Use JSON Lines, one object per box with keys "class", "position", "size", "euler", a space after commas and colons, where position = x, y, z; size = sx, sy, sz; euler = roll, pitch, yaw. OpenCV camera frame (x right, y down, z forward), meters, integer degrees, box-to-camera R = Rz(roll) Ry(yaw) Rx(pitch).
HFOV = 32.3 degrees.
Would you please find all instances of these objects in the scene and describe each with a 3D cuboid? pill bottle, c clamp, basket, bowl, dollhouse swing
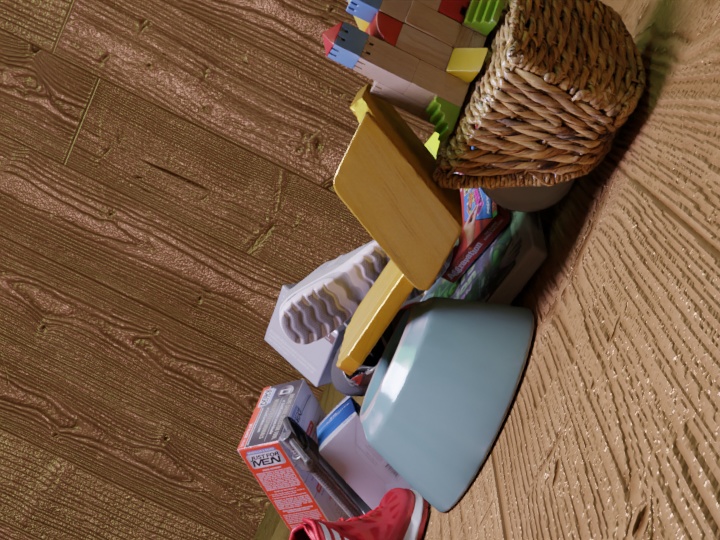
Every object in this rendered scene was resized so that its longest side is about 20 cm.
{"class": "pill bottle", "position": [0.176, -0.150, 1.284], "size": [0.201, 0.105, 0.107], "euler": [-69, 5, -59]}
{"class": "c clamp", "position": [-0.027, 0.227, 1.294], "size": [0.027, 0.201, 0.171], "euler": [-40, 26, -2]}
{"class": "basket", "position": [0.164, -0.153, 1.127], "size": [0.201, 0.141, 0.150], "euler": [-78, 15, -53]}
{"class": "bowl", "position": [0.069, 0.104, 1.133], "size": [0.203, 0.104, 0.201], "euler": [-64, 3, 6]}
{"class": "dollhouse swing", "position": [-0.001, -0.040, 1.154], "size": [0.175, 0.182, 0.200], "euler": [-39, 9, 12]}

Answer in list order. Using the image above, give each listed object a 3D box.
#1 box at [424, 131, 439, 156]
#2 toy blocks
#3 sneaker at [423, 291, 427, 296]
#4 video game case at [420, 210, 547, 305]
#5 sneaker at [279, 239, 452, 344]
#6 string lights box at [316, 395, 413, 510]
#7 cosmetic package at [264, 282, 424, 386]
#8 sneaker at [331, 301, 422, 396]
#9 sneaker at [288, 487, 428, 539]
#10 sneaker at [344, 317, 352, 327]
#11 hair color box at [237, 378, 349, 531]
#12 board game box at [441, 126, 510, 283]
{"class": "box", "position": [0.129, -0.125, 1.475], "size": [0.048, 0.118, 0.201], "euler": [4, -48, -48]}
{"class": "toy blocks", "position": [0.046, -0.229, 1.120], "size": [0.202, 0.135, 0.100], "euler": [-69, 9, -21]}
{"class": "sneaker", "position": [0.101, 0.050, 1.438], "size": [0.079, 0.073, 0.203], "euler": [-177, 108, -74]}
{"class": "video game case", "position": [0.120, 0.012, 1.288], "size": [0.201, 0.023, 0.182], "euler": [-55, 14, 25]}
{"class": "sneaker", "position": [0.000, 0.000, 1.303], "size": [0.198, 0.075, 0.082], "euler": [-24, 24, -4]}
{"class": "string lights box", "position": [0.006, 0.201, 1.369], "size": [0.059, 0.103, 0.200], "euler": [-43, 2, -2]}
{"class": "cosmetic package", "position": [-0.009, 0.066, 1.530], "size": [0.199, 0.107, 0.091], "euler": [-11, -50, -45]}
{"class": "sneaker", "position": [0.004, 0.086, 1.287], "size": [0.081, 0.078, 0.200], "euler": [-17, -14, -33]}
{"class": "sneaker", "position": [-0.003, 0.241, 1.167], "size": [0.200, 0.114, 0.079], "euler": [-78, 14, -77]}
{"class": "sneaker", "position": [0.015, 0.098, 1.390], "size": [0.074, 0.200, 0.107], "euler": [-4, -53, -51]}
{"class": "hair color box", "position": [-0.061, 0.244, 1.485], "size": [0.063, 0.201, 0.111], "euler": [-14, 30, 25]}
{"class": "board game box", "position": [0.122, -0.088, 1.356], "size": [0.103, 0.019, 0.201], "euler": [-52, 22, 36]}
